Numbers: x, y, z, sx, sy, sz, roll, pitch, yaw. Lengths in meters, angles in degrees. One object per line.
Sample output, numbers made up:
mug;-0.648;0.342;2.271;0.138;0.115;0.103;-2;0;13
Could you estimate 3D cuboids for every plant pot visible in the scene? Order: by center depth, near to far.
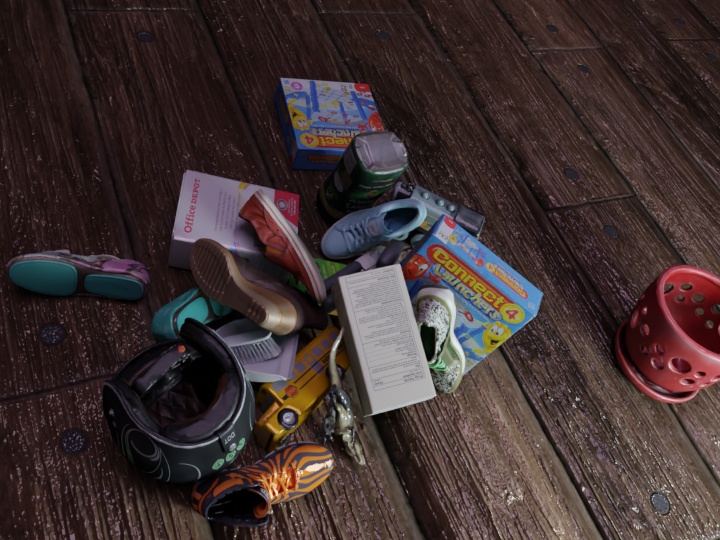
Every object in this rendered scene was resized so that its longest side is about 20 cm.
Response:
plant pot;0.567;0.120;1.265;0.197;0.183;0.203;11;52;-14

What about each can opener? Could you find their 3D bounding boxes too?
can opener;0.000;0.000;1.178;0.053;0.067;0.199;43;45;15

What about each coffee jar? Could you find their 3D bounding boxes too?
coffee jar;-0.003;-0.157;1.243;0.103;0.200;0.086;-13;73;-29

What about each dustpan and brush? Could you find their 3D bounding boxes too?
dustpan and brush;-0.197;0.111;1.049;0.196;0.058;0.140;-9;31;7

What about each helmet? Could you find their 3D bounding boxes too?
helmet;-0.232;0.172;0.911;0.197;0.191;0.203;7;63;-14

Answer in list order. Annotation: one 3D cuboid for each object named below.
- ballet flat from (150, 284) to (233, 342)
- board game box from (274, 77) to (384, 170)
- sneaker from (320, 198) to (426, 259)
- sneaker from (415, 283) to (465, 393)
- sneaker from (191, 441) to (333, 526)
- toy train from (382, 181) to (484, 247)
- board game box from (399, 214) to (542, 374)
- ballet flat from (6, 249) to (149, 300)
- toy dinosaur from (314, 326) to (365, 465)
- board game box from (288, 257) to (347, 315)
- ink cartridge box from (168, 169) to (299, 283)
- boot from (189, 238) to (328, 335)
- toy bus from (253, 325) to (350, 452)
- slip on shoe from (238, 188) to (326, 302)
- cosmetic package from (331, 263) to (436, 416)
ballet flat;-0.249;0.052;1.067;0.069;0.068;0.200;-6;16;23
board game box;-0.057;-0.292;1.417;0.197;0.056;0.198;-2;55;-23
sneaker;0.019;-0.077;1.216;0.198;0.082;0.075;-26;89;3
sneaker;0.110;0.123;1.091;0.076;0.202;0.089;4;36;26
sneaker;-0.114;0.284;0.914;0.197;0.112;0.079;-15;94;-22
toy train;0.133;-0.090;1.300;0.198;0.115;0.086;28;49;1
board game box;0.148;0.045;1.121;0.199;0.196;0.056;37;44;-2
ballet flat;-0.417;0.001;1.058;0.197;0.070;0.072;7;34;-21
toy dinosaur;-0.032;0.189;0.999;0.047;0.204;0.088;-4;10;18
board game box;-0.027;0.034;1.203;0.197;0.030;0.097;14;50;-15
ink cartridge box;-0.206;-0.068;1.171;0.197;0.086;0.149;11;53;-13
boot;-0.155;0.029;1.079;0.200;0.073;0.166;41;13;25
toy bus;-0.085;0.173;1.049;0.078;0.065;0.200;41;51;12
slip on shoe;-0.118;-0.031;1.093;0.061;0.074;0.201;-36;83;0
cosmetic package;0.031;0.103;1.044;0.103;0.071;0.203;-10;77;-14
